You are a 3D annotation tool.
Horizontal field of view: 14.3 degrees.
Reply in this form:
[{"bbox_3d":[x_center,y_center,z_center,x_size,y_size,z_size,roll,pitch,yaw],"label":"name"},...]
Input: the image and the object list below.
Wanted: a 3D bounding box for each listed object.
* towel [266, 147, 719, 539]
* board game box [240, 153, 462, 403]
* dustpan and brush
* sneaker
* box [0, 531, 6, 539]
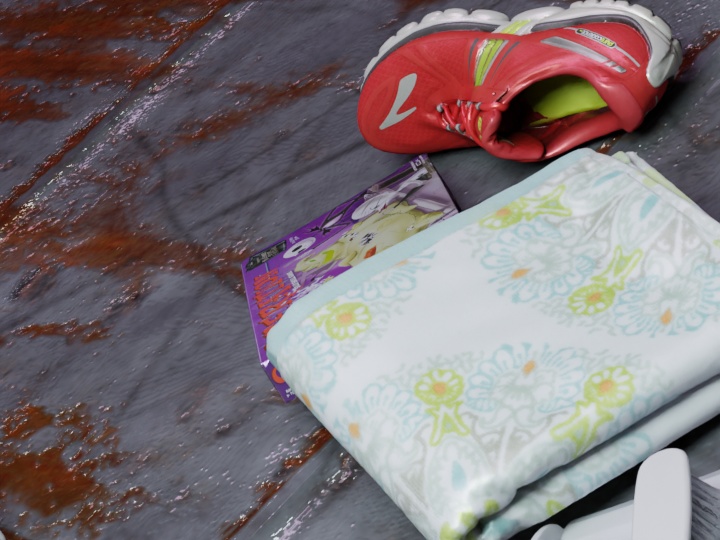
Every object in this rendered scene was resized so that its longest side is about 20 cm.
[{"bbox_3d":[0.078,0.029,1.274,0.200,0.048,0.171,-30,37,-13],"label":"towel"},{"bbox_3d":[0.000,0.000,1.454,0.120,0.032,0.200,-35,15,3],"label":"board game box"},{"bbox_3d":[0.119,0.119,1.113,0.139,0.057,0.200,-22,27,21],"label":"dustpan and brush"},{"bbox_3d":[0.072,-0.092,1.522,0.200,0.077,0.085,-11,35,37],"label":"sneaker"},{"bbox_3d":[-0.320,0.159,1.403,0.199,0.171,0.200,-18,29,27],"label":"box"}]
